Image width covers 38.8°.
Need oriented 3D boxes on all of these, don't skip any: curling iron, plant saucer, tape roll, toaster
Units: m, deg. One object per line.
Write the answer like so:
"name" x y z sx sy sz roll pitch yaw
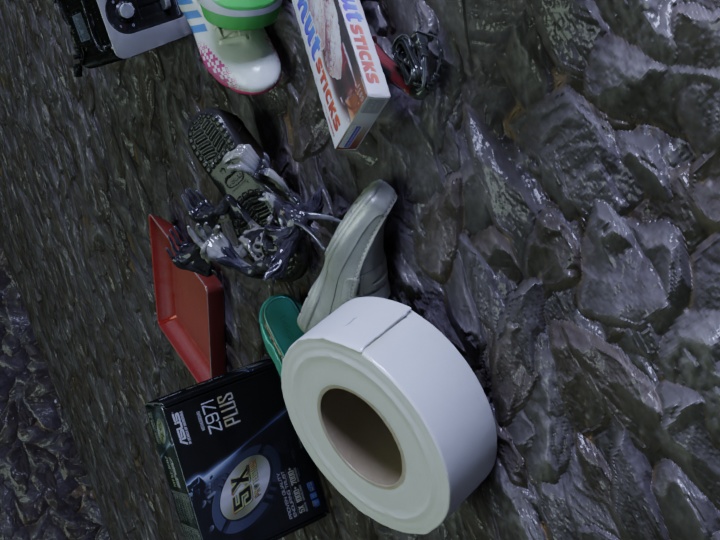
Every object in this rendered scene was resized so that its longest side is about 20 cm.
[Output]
"curling iron" 0.010 -0.190 0.841 0.200 0.025 0.050 44 121 51
"plant saucer" -0.239 0.047 1.440 0.200 0.036 0.203 46 143 43
"tape roll" 0.021 0.126 0.897 0.201 0.070 0.205 31 139 32
"toaster" -0.295 -0.339 1.208 0.199 0.117 0.184 10 121 60

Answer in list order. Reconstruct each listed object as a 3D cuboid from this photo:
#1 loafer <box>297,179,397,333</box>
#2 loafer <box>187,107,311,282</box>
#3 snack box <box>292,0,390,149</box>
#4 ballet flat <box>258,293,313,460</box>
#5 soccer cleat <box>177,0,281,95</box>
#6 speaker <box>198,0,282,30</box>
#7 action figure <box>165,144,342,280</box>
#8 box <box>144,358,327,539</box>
"loafer" 0.000 0.000 0.939 0.069 0.070 0.201 30 138 5
"loafer" -0.104 -0.086 1.084 0.072 0.071 0.203 -24 95 32
"snack box" -0.024 -0.205 0.847 0.072 0.024 0.203 -52 48 53
"ballet flat" -0.054 0.121 1.118 0.070 0.066 0.203 83 164 -78
"soccer cleat" -0.143 -0.258 1.027 0.201 0.069 0.087 55 165 33
"speaker" -0.109 -0.325 0.915 0.088 0.087 0.203 45 142 42
"action figure" -0.113 -0.047 0.983 0.198 0.120 0.102 -6 140 44
"box" -0.150 0.229 1.240 0.086 0.161 0.204 -12 95 63
